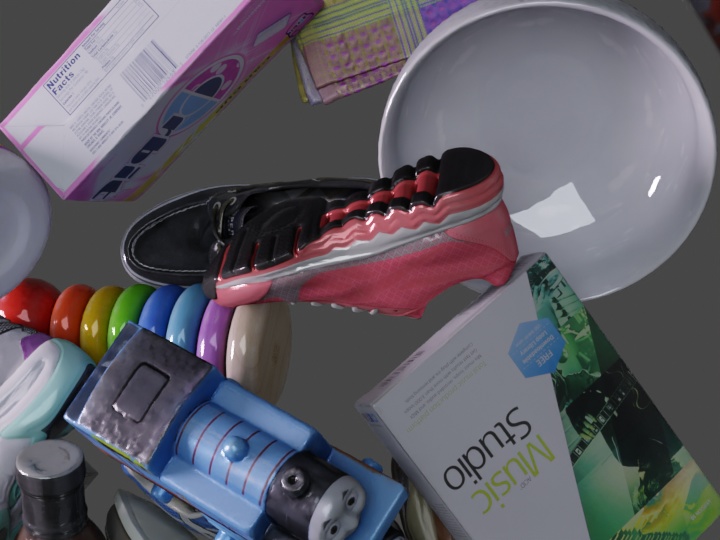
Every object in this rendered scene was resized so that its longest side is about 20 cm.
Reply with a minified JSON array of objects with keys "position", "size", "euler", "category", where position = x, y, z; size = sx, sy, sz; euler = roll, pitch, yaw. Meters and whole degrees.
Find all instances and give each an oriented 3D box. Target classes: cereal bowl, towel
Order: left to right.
[{"position":[0.035,-0.204,0.976],"size":[0.199,0.023,0.144],"euler":[-19,82,6],"category":"towel"},{"position":[0.112,-0.083,0.902],"size":[0.199,0.083,0.201],"euler":[2,119,4],"category":"cereal bowl"}]

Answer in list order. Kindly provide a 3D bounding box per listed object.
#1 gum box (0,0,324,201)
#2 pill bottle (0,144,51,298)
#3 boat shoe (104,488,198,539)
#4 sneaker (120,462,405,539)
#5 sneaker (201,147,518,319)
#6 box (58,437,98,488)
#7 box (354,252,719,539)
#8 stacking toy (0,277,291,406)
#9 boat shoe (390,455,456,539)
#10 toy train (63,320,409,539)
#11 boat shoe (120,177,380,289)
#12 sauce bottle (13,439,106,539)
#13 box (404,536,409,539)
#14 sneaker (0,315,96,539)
[{"position":[-0.126,-0.127,0.934],"size":[0.200,0.113,0.066],"euler":[-45,81,11],"category":"gum box"},{"position":[-0.294,-0.060,0.947],"size":[0.200,0.104,0.105],"euler":[30,90,35],"category":"pill bottle"},{"position":[-0.115,0.202,0.894],"size":[0.060,0.072,0.202],"euler":[-56,38,4],"category":"boat shoe"},{"position":[-0.066,0.153,0.931],"size":[0.199,0.077,0.076],"euler":[21,87,8],"category":"sneaker"},{"position":[0.000,0.000,0.874],"size":[0.199,0.074,0.087],"euler":[-16,117,20],"category":"sneaker"},{"position":[-0.298,0.158,0.980],"size":[0.158,0.048,0.200],"euler":[42,92,10],"category":"box"},{"position":[0.110,0.111,0.878],"size":[0.144,0.036,0.200],"euler":[-40,101,-17],"category":"box"},{"position":[-0.149,0.043,0.957],"size":[0.199,0.085,0.086],"euler":[5,86,14],"category":"stacking toy"},{"position":[0.073,0.198,0.908],"size":[0.073,0.076,0.201],"euler":[-13,84,4],"category":"boat shoe"},{"position":[-0.066,0.109,0.826],"size":[0.199,0.114,0.087],"euler":[27,76,27],"category":"toy train"},{"position":[-0.064,-0.025,0.951],"size":[0.199,0.066,0.070],"euler":[-4,84,8],"category":"boat shoe"},{"position":[-0.182,0.197,0.906],"size":[0.064,0.065,0.201],"euler":[8,118,9],"category":"sauce bottle"},{"position":[0.054,0.199,0.853],"size":[0.200,0.039,0.042],"euler":[33,85,19],"category":"box"},{"position":[-0.267,0.113,0.922],"size":[0.139,0.078,0.201],"euler":[27,79,11],"category":"sneaker"}]
